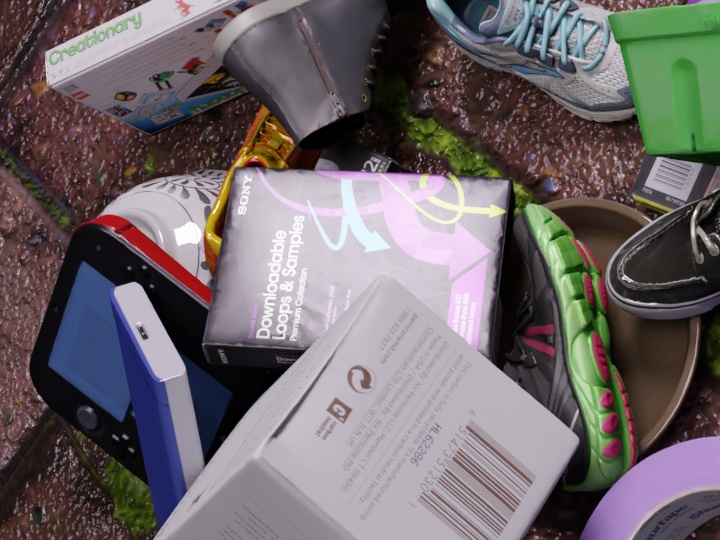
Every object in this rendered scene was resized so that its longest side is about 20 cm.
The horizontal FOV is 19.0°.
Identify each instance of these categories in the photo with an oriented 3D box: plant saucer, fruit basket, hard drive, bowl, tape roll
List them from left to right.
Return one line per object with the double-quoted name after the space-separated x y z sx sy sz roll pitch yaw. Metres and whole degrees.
-0.154 0.008 1.635 0.200 0.094 0.202 -10 71 31 "bowl"
-0.132 0.125 1.497 0.025 0.201 0.132 -16 32 -13 "hard drive"
0.143 0.050 1.458 0.199 0.029 0.202 -11 69 32 "plant saucer"
0.229 0.207 1.330 0.199 0.066 0.202 -10 71 32 "tape roll"
0.273 -0.170 1.342 0.214 0.155 0.217 -2 87 39 "fruit basket"

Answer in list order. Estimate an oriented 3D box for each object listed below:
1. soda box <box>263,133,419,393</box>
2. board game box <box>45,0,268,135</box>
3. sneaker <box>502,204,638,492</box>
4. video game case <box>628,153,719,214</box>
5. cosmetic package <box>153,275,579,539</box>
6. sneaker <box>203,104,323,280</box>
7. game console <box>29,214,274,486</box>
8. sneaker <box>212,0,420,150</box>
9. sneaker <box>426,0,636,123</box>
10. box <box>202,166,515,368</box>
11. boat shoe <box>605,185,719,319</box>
-0.024 0.009 1.558 0.063 0.071 0.201 26 91 37 "soda box"
-0.125 -0.169 1.648 0.199 0.126 0.035 -21 65 27 "board game box"
0.122 0.048 1.410 0.083 0.077 0.201 -19 64 24 "sneaker"
0.291 -0.108 1.408 0.180 0.025 0.201 24 89 37 "video game case"
-0.003 0.146 1.359 0.168 0.166 0.200 -54 5 -37 "cosmetic package"
-0.058 -0.079 1.582 0.072 0.077 0.201 15 61 7 "sneaker"
-0.155 0.070 1.561 0.177 0.031 0.201 40 135 14 "game console"
-0.002 -0.157 1.558 0.107 0.199 0.075 54 148 12 "sneaker"
0.126 -0.160 1.498 0.199 0.086 0.078 20 88 37 "sneaker"
0.000 0.000 1.464 0.198 0.036 0.144 2 61 11 "box"
0.237 -0.027 1.363 0.199 0.064 0.071 -23 64 27 "boat shoe"
